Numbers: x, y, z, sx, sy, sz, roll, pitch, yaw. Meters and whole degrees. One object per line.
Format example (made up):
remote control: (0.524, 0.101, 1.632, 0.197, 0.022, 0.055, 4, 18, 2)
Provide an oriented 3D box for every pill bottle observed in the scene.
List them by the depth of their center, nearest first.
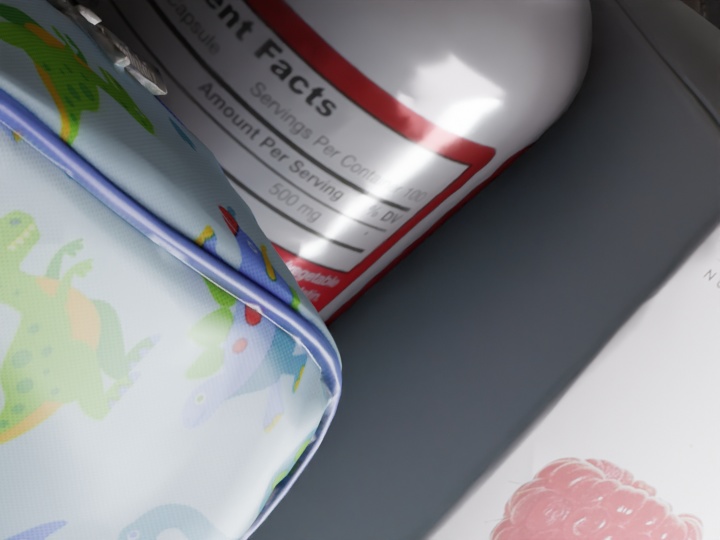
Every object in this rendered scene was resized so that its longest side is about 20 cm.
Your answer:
pill bottle: (-0.027, -0.044, 0.608, 0.200, 0.112, 0.112, -42, 175, 22)

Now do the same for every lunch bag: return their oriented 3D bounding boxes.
lunch bag: (-0.115, 0.030, 0.498, 0.200, 0.082, 0.161, -42, 139, 9)

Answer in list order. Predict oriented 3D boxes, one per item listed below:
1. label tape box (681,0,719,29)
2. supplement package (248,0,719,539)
label tape box: (0.112, -0.049, 0.829, 0.063, 0.200, 0.144, -15, 162, 40)
supplement package: (0.034, 0.044, 0.671, 0.200, 0.121, 0.120, -48, -143, 15)
